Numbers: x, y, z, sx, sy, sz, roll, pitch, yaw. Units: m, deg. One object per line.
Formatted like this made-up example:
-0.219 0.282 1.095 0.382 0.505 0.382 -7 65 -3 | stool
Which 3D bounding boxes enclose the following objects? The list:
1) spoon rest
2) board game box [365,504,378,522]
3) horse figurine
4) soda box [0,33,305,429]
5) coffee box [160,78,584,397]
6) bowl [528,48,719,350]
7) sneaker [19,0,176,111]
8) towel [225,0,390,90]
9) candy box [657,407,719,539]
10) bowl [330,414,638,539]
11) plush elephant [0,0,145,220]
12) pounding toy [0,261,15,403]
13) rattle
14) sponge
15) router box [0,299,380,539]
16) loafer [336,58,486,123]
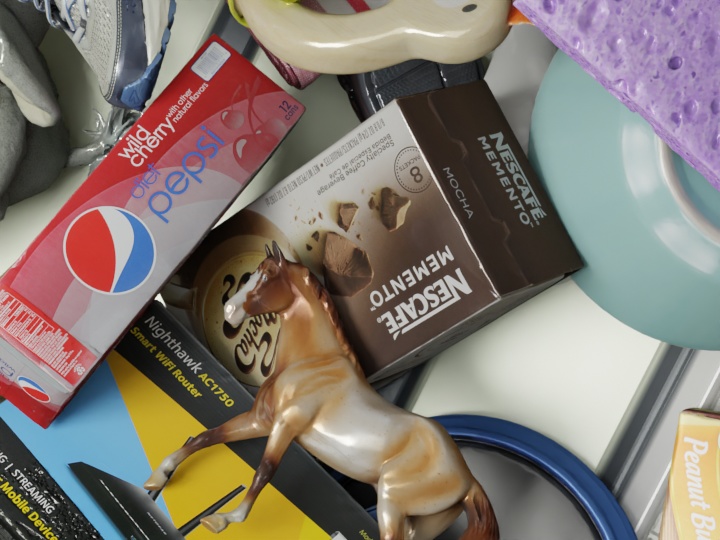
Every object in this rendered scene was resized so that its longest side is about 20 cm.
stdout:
0.098 -0.090 1.197 0.099 0.061 0.200 6 92 -19 | spoon rest
-0.016 0.238 1.188 0.151 0.037 0.200 -21 83 17 | board game box
-0.006 0.096 1.099 0.200 0.050 0.133 36 71 9 | horse figurine
-0.114 -0.020 1.122 0.063 0.070 0.200 40 63 -3 | soda box
0.000 0.000 1.170 0.200 0.080 0.113 -32 81 38 | coffee box
0.189 -0.061 1.122 0.201 0.105 0.201 0 87 -6 | bowl
-0.152 -0.155 1.148 0.077 0.085 0.200 113 146 -43 | sneaker
0.001 -0.206 1.194 0.200 0.023 0.144 -37 88 -17 | towel
0.206 0.178 1.167 0.115 0.055 0.200 10 90 14 | candy box
0.053 0.178 1.213 0.201 0.039 0.201 0 89 14 | bowl
-0.216 -0.109 1.218 0.200 0.165 0.155 -12 125 -3 | plush elephant
-0.255 0.101 1.230 0.200 0.184 0.142 -23 96 12 | pounding toy
0.024 -0.166 1.079 0.200 0.130 0.143 21 138 28 | rattle
0.182 -0.098 1.055 0.200 0.030 0.112 42 84 -3 | sponge
-0.093 0.128 1.127 0.200 0.051 0.149 44 55 15 | router box
0.011 -0.133 1.229 0.072 0.063 0.200 -23 87 -19 | loafer
